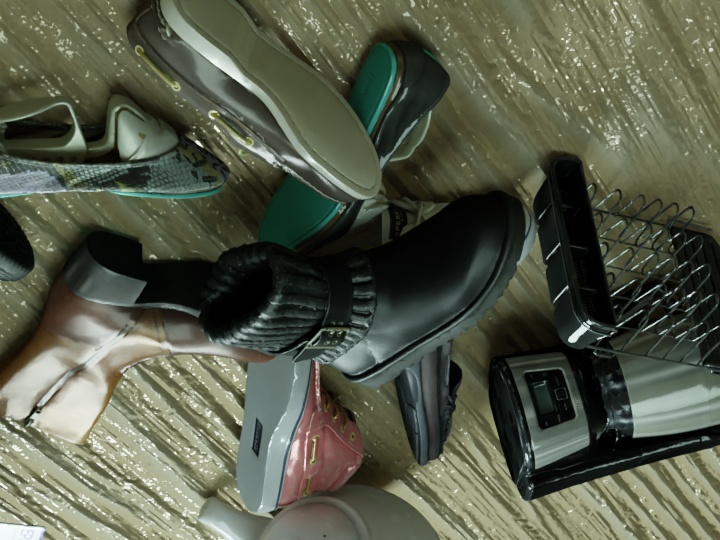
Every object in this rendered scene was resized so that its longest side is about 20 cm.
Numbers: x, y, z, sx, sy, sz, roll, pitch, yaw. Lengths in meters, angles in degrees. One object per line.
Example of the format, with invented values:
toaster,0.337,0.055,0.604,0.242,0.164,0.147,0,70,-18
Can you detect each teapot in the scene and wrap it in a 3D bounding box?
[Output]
teapot,-0.022,0.267,1.381,0.198,0.199,0.146,-26,142,16

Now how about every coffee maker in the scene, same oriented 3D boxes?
coffee maker,0.216,0.122,1.355,0.198,0.136,0.193,-14,137,-1

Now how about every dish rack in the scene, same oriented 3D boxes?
dish rack,0.226,0.003,1.233,0.198,0.155,0.055,11,144,-25

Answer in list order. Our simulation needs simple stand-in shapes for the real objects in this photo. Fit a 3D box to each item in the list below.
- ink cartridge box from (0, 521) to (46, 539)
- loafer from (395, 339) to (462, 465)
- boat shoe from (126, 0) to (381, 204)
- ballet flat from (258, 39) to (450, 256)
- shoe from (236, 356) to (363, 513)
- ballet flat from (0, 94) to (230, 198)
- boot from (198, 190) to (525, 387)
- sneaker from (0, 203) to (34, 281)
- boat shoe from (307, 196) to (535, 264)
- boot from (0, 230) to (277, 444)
ink cartridge box,-0.354,0.218,1.234,0.198,0.044,0.199,7,145,-18
loafer,0.062,0.085,1.322,0.062,0.072,0.201,-15,133,-7
boat shoe,-0.069,-0.112,1.066,0.059,0.072,0.200,-31,119,36
ballet flat,0.001,-0.075,1.147,0.068,0.068,0.201,10,131,-36
shoe,-0.043,0.115,1.325,0.090,0.072,0.202,-10,132,-28
ballet flat,-0.183,-0.085,1.084,0.198,0.072,0.073,-2,134,-17
boot,0.000,0.002,1.116,0.157,0.080,0.211,22,128,-34
sneaker,-0.329,-0.034,1.097,0.104,0.060,0.199,-37,127,18
boat shoe,0.034,-0.020,1.211,0.198,0.071,0.070,-14,139,7
boot,-0.179,0.078,1.243,0.187,0.069,0.200,17,128,-30
